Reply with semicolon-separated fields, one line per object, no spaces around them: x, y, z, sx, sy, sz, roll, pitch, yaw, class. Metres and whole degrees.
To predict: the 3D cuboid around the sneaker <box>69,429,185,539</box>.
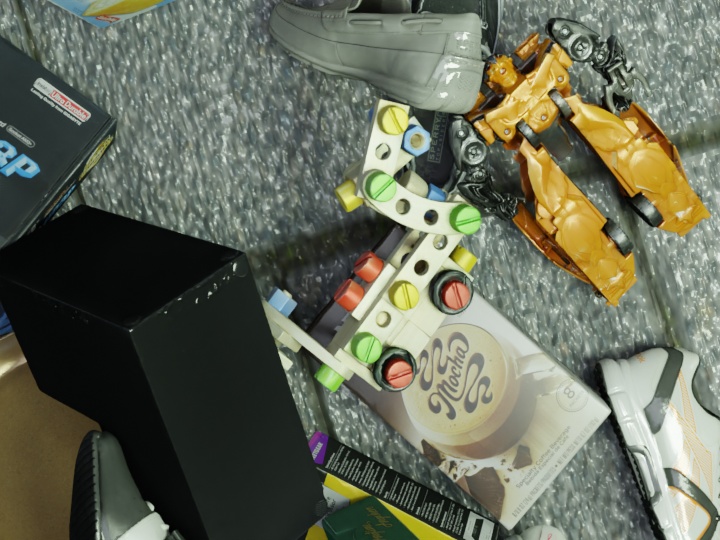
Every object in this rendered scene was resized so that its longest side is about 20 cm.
-0.127;0.194;0.762;0.087;0.074;0.203;-7;72;-27;sneaker

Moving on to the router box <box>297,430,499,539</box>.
-0.008;0.236;0.886;0.148;0.051;0.202;26;113;5;router box

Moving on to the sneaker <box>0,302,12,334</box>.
-0.338;0.017;0.906;0.197;0.078;0.067;0;96;4;sneaker

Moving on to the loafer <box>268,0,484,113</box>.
0.010;-0.161;0.835;0.199;0.069;0.071;27;109;42;loafer

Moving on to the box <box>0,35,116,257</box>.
-0.299;-0.100;0.877;0.199;0.046;0.160;36;67;0;box

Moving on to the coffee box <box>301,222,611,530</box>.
0.065;0.071;0.887;0.199;0.080;0.113;40;95;0;coffee box

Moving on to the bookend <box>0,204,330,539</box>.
-0.138;0.078;0.819;0.092;0.197;0.202;-34;121;-32;bookend

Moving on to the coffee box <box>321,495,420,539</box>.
0.042;0.254;0.784;0.044;0.123;0.202;-23;101;-13;coffee box

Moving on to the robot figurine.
0.146;-0.076;0.851;0.145;0.058;0.200;-43;113;4;robot figurine

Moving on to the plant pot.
-0.214;0.128;0.889;0.197;0.028;0.202;-1;59;2;plant pot

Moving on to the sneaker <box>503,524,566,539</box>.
0.111;0.222;0.843;0.077;0.200;0.101;21;85;4;sneaker

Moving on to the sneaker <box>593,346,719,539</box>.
0.238;0.150;0.888;0.079;0.074;0.202;-20;93;2;sneaker

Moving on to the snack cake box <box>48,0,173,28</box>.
-0.187;-0.238;0.817;0.066;0.200;0.116;-18;93;3;snack cake box

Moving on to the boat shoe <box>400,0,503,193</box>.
0.060;-0.151;0.877;0.073;0.068;0.202;13;95;2;boat shoe

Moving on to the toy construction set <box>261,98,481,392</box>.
0.000;0.000;0.800;0.131;0.092;0.200;38;103;-21;toy construction set
